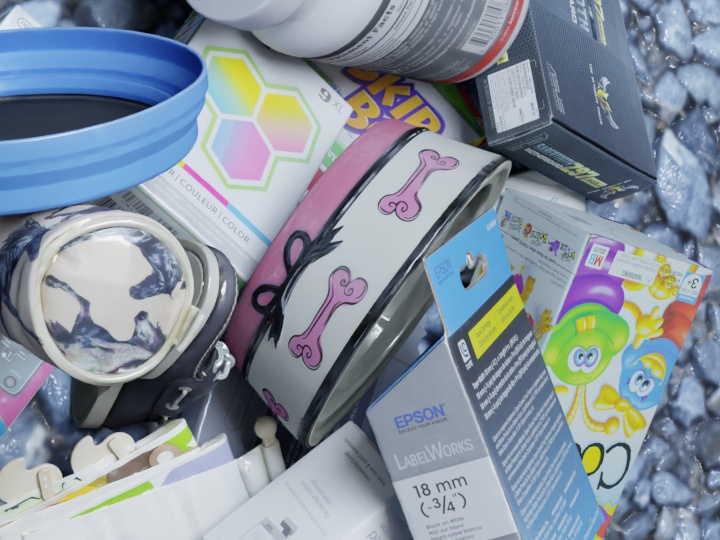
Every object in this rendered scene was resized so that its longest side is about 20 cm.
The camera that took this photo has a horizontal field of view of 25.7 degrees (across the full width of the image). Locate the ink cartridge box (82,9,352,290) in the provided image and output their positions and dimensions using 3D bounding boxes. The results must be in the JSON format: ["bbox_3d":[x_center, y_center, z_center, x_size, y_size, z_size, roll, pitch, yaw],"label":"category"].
[{"bbox_3d":[-0.073,-0.088,0.906,0.104,0.059,0.200,43,52,-19],"label":"ink cartridge box"}]

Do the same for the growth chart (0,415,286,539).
[{"bbox_3d":[-0.126,0.153,0.905,0.200,0.018,0.145,-14,112,-17],"label":"growth chart"}]

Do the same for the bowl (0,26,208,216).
[{"bbox_3d":[-0.173,-0.075,0.766,0.200,0.201,0.039,-17,117,-30],"label":"bowl"}]

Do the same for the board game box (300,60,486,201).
[{"bbox_3d":[-0.009,-0.093,1.009,0.200,0.030,0.096,-25,80,-31],"label":"board game box"}]

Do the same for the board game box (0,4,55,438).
[{"bbox_3d":[-0.206,-0.024,0.885,0.148,0.064,0.200,43,68,-20],"label":"board game box"}]

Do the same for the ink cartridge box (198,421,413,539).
[{"bbox_3d":[-0.034,0.209,0.905,0.200,0.083,0.147,-38,124,-6],"label":"ink cartridge box"}]

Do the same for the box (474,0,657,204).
[{"bbox_3d":[0.124,-0.157,1.026,0.158,0.051,0.200,20,57,-54],"label":"box"}]

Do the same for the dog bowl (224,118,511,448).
[{"bbox_3d":[0.000,0.000,0.897,0.074,0.200,0.200,35,68,8],"label":"dog bowl"}]

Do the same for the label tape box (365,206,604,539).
[{"bbox_3d":[0.062,0.080,0.870,0.200,0.063,0.144,70,22,-6],"label":"label tape box"}]

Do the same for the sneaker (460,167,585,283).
[{"bbox_3d":[0.074,-0.025,1.043,0.200,0.070,0.080,-8,94,-31],"label":"sneaker"}]

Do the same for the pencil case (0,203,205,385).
[{"bbox_3d":[-0.151,0.001,0.764,0.089,0.200,0.078,17,89,-32],"label":"pencil case"}]

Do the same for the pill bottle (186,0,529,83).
[{"bbox_3d":[-0.002,-0.173,0.889,0.200,0.116,0.116,3,85,-50],"label":"pill bottle"}]

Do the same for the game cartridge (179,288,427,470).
[{"bbox_3d":[-0.043,0.092,0.987,0.133,0.041,0.200,28,73,-29],"label":"game cartridge"}]

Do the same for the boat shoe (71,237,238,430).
[{"bbox_3d":[-0.102,0.038,0.865,0.063,0.200,0.073,8,63,-26],"label":"boat shoe"}]

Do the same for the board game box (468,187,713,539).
[{"bbox_3d":[0.122,0.065,1.007,0.103,0.105,0.200,15,102,-29],"label":"board game box"}]
